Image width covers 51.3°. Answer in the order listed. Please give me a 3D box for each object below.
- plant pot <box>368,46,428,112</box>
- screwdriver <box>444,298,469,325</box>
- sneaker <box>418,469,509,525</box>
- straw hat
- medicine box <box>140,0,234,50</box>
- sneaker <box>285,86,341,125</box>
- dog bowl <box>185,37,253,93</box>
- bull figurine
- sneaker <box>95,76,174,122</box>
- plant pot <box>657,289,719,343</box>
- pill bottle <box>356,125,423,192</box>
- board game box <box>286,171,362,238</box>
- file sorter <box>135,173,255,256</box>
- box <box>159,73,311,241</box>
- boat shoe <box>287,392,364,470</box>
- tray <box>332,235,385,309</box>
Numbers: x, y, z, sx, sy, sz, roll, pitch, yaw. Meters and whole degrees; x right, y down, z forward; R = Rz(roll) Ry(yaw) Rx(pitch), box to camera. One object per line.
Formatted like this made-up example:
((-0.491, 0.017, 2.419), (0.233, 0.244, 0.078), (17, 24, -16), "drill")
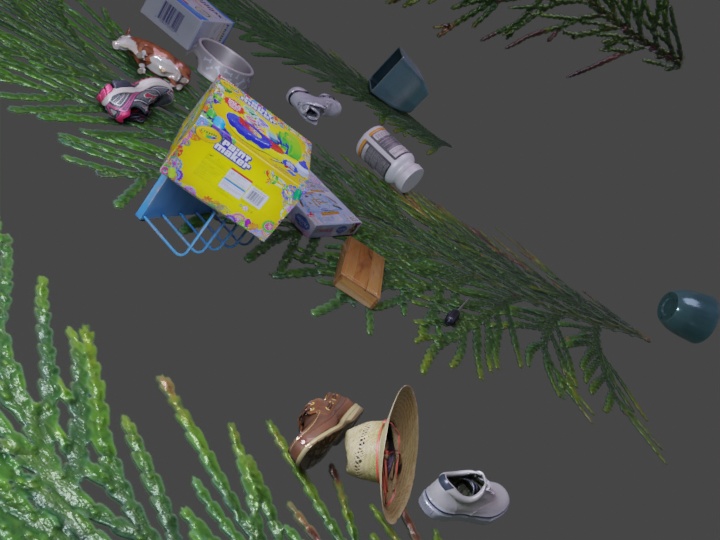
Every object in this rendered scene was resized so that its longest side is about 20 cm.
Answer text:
((0.173, -0.777, 3.131), (0.200, 0.196, 0.196), (39, 21, -21), "plant pot")
((0.233, 0.096, 1.788), (0.028, 0.029, 0.200), (40, 20, 8), "screwdriver")
((0.179, 0.350, 1.169), (0.200, 0.071, 0.073), (12, 34, -46), "sneaker")
((0.020, 0.259, 1.078), (0.085, 0.202, 0.201), (1, 15, 18), "straw hat")
((-0.500, -0.736, 2.182), (0.182, 0.103, 0.200), (39, 24, 5), "medicine box")
((-0.127, -0.493, 2.305), (0.199, 0.075, 0.115), (8, 37, -40), "sneaker")
((-0.388, -0.578, 2.105), (0.200, 0.059, 0.200), (32, 23, -15), "dog bowl")
((-0.497, -0.503, 1.803), (0.199, 0.065, 0.122), (23, 31, -26), "bull figurine")
((-0.460, -0.348, 1.561), (0.075, 0.081, 0.200), (54, 32, 2), "sneaker")
((1.267, 0.166, 2.936), (0.160, 0.201, 0.201), (20, 26, -11), "plant pot")
((0.090, -0.334, 2.263), (0.200, 0.116, 0.116), (46, 25, 19), "pill bottle")
((-0.120, -0.157, 1.725), (0.200, 0.041, 0.200), (46, 25, 19), "board game box")
((-0.261, -0.113, 1.324), (0.123, 0.139, 0.200), (47, 25, 13), "file sorter")
((-0.197, -0.187, 1.232), (0.200, 0.122, 0.193), (34, 25, -21), "box")
((-0.060, 0.224, 1.072), (0.067, 0.072, 0.200), (37, 16, 12), "boat shoe")
((0.000, 0.000, 1.612), (0.098, 0.037, 0.200), (33, 23, -11), "tray")
